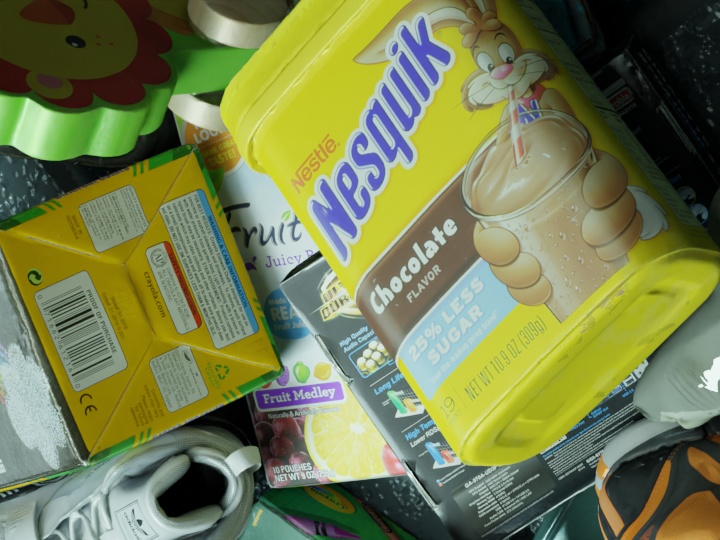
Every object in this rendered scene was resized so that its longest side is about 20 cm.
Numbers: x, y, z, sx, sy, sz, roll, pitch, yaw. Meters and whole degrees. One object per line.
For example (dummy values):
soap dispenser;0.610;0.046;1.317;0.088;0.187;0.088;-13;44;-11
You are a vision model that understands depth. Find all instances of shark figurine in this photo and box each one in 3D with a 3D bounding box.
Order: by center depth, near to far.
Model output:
shark figurine;0.194;-0.011;1.138;0.214;0.128;0.090;-33;87;9

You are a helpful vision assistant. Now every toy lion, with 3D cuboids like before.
toy lion;-0.146;-0.126;1.246;0.200;0.191;0.069;51;133;34

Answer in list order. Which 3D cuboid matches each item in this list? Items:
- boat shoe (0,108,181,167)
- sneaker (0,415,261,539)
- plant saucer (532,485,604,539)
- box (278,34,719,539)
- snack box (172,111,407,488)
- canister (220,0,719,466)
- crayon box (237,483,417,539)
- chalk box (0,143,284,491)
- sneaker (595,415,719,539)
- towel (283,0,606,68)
boat shoe;-0.174;-0.091;1.383;0.199;0.057;0.069;8;109;26
sneaker;-0.135;0.131;1.321;0.199;0.115;0.075;-28;91;-12
plant saucer;0.098;0.177;1.346;0.070;0.019;0.201;35;120;15
box;0.087;0.014;1.240;0.199;0.046;0.159;-34;95;14
snack box;0.000;0.000;1.321;0.141;0.053;0.201;-8;101;28
canister;0.046;-0.036;1.150;0.149;0.086;0.200;-46;63;23
crayon box;-0.029;0.217;1.402;0.118;0.058;0.201;32;118;16
chalk box;-0.151;0.031;1.350;0.200;0.123;0.125;-17;96;58
sneaker;0.205;0.100;1.179;0.199;0.112;0.078;-21;123;8
towel;0.014;-0.154;1.246;0.146;0.022;0.201;-30;74;26
